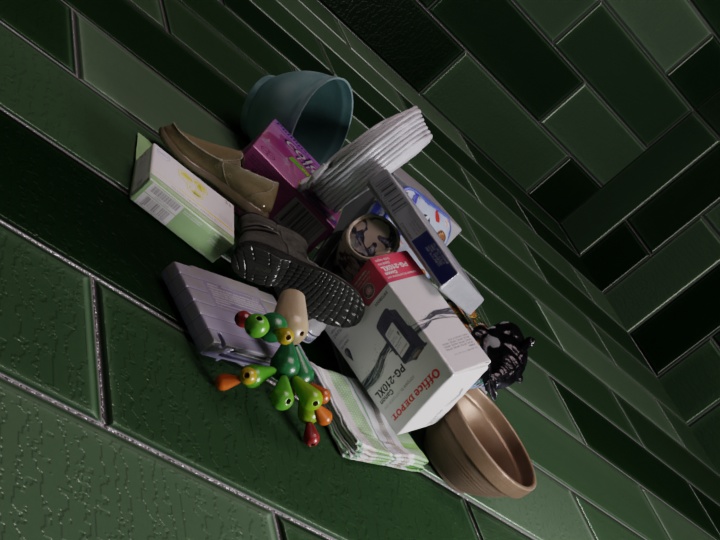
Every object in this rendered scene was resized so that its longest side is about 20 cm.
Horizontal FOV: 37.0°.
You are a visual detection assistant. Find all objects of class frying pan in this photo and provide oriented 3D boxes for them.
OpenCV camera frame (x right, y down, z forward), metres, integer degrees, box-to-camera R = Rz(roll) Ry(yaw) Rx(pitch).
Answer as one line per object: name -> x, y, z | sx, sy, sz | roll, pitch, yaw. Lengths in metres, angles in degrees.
frying pan -> -0.043, -0.021, 1.632 | 0.031, 0.115, 0.190 | 32, 15, 4

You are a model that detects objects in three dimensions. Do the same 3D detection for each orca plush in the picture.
orca plush -> 0.214, 0.110, 1.552 | 0.105, 0.071, 0.200 | 54, 22, 8

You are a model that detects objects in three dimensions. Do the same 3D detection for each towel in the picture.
towel -> 0.009, 0.193, 1.426 | 0.200, 0.031, 0.149 | 24, 30, -55

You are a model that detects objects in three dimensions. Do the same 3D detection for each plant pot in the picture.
plant pot -> -0.122, -0.261, 1.864 | 0.134, 0.201, 0.200 | 25, 8, 22
plant pot -> 0.157, 0.254, 1.548 | 0.201, 0.093, 0.201 | 46, 18, -19

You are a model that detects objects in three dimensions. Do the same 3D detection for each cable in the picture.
cable -> 0.018, -0.166, 1.607 | 0.069, 0.200, 0.200 | 54, 19, -1

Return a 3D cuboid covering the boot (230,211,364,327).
boot -> -0.079, -0.011, 1.447 | 0.200, 0.068, 0.131 | 29, 25, -12

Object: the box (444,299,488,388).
box -> 0.145, 0.106, 1.576 | 0.137, 0.038, 0.200 | 57, 22, 18

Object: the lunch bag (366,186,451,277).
lunch bag -> 0.056, -0.035, 1.786 | 0.076, 0.200, 0.160 | 15, -15, 47

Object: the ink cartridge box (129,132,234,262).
ink cartridge box -> -0.238, -0.114, 1.452 | 0.145, 0.048, 0.200 | 39, 21, -27

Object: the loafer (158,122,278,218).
loafer -> -0.199, -0.150, 1.535 | 0.200, 0.067, 0.076 | 39, -2, -4

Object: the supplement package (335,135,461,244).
supplement package -> 0.042, -0.104, 1.921 | 0.200, 0.151, 0.152 | 35, 12, -39

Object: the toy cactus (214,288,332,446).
toy cactus -> -0.092, 0.097, 1.242 | 0.200, 0.102, 0.165 | 53, 29, -40

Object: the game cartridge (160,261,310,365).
game cartridge -> -0.150, 0.063, 1.309 | 0.200, 0.038, 0.130 | 24, 26, -55

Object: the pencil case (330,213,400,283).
pencil case -> 0.000, 0.000, 1.557 | 0.078, 0.200, 0.090 | -16, 65, -22

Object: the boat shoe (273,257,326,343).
boat shoe -> -0.085, 0.013, 1.521 | 0.074, 0.065, 0.200 | 30, 25, -47

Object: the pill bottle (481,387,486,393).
pill bottle -> 0.106, 0.134, 1.660 | 0.200, 0.111, 0.111 | 47, 17, -9

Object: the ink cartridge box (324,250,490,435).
ink cartridge box -> 0.058, 0.097, 1.452 | 0.084, 0.145, 0.200 | -12, 58, -46

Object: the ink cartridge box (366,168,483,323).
ink cartridge box -> 0.102, -0.032, 1.549 | 0.200, 0.041, 0.200 | 57, 6, 24

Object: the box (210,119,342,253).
box -> -0.121, -0.124, 1.680 | 0.176, 0.097, 0.200 | 46, 16, -10
